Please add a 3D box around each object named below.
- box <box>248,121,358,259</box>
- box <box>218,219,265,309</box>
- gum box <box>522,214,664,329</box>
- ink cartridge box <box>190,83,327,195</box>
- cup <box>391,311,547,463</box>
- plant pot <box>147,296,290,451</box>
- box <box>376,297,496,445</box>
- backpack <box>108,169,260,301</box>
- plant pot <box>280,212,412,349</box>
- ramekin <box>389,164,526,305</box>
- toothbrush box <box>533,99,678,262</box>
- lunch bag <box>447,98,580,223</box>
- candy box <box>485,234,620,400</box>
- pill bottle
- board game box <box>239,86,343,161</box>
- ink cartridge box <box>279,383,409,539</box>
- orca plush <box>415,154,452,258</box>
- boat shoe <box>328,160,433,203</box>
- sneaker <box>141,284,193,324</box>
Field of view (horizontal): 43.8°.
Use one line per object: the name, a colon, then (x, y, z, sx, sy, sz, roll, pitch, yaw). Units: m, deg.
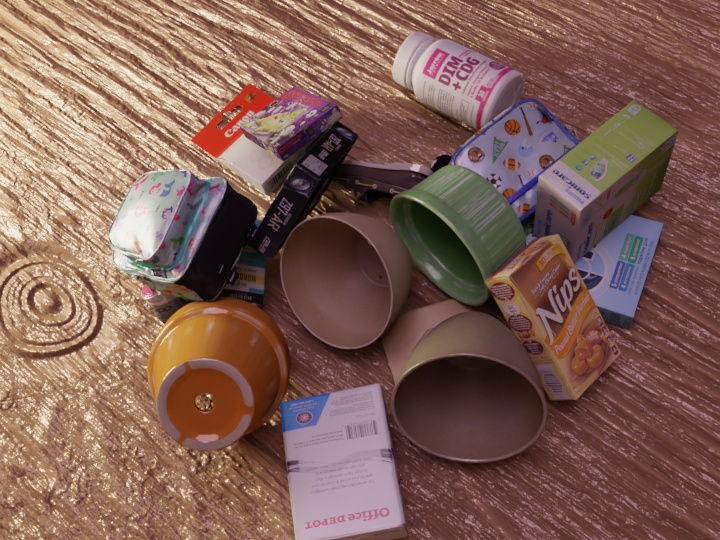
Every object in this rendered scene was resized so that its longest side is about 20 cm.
box: (-0.084, -0.125, 1.361, 0.044, 0.160, 0.200, 34, 31, -1)
box: (-0.192, 0.019, 1.361, 0.082, 0.049, 0.200, 9, 74, -32)
gum box: (0.335, -0.021, 1.355, 0.200, 0.045, 0.170, 18, 65, 16)
ink cartridge box: (-0.179, -0.240, 1.550, 0.200, 0.057, 0.163, 37, 73, 19)
cup: (0.148, 0.139, 1.206, 0.200, 0.200, 0.143, 1, 37, 9)
plant pot: (-0.198, 0.152, 1.215, 0.200, 0.183, 0.200, 0, 101, -3)
box: (0.125, 0.141, 1.312, 0.163, 0.021, 0.200, -15, 62, 1)
backpack: (-0.269, -0.055, 1.292, 0.200, 0.151, 0.178, 6, 68, 47)
plant pot: (0.000, 0.000, 1.331, 0.200, 0.200, 0.134, 33, 34, 23)
ramekin: (0.145, -0.056, 1.296, 0.098, 0.200, 0.200, -40, 63, -17)
toothbrush box: (0.353, -0.127, 1.303, 0.200, 0.146, 0.086, -37, 62, -15)
lunch bag: (0.242, -0.158, 1.364, 0.200, 0.076, 0.160, -38, 81, -11)
candy box: (0.267, 0.065, 1.234, 0.115, 0.055, 0.200, -37, 103, -31)
pill bottle: (0.160, -0.318, 1.502, 0.200, 0.113, 0.113, 31, 70, 23)
board game box: (-0.116, -0.240, 1.447, 0.120, 0.032, 0.200, -34, 29, -11)
ink cartridge box: (-0.023, 0.272, 1.227, 0.146, 0.084, 0.200, -11, 62, 2)
orca plush: (0.123, -0.109, 1.418, 0.105, 0.071, 0.200, 16, 66, 17)
boat shoe: (0.019, -0.139, 1.447, 0.200, 0.072, 0.060, 6, 80, 26)
sneaker: (-0.252, 0.020, 1.410, 0.074, 0.087, 0.200, 15, 40, 38)
